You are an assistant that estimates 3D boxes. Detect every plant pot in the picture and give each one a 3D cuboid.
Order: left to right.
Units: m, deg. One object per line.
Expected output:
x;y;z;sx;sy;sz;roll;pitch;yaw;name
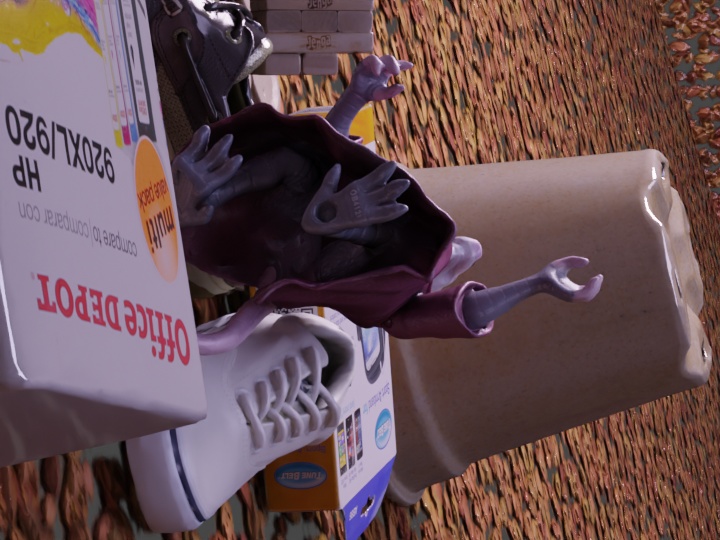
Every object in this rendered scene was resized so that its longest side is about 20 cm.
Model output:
0.092;0.016;1.490;0.200;0.183;0.201;-12;90;-78;plant pot

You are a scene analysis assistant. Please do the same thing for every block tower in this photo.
-0.026;-0.192;1.265;0.058;0.054;0.200;-163;-107;-74;block tower

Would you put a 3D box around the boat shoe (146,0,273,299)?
-0.068;-0.089;1.157;0.072;0.066;0.201;-59;136;-73;boat shoe

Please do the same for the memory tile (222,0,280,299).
-0.063;-0.079;1.286;0.153;0.017;0.200;24;56;-74;memory tile

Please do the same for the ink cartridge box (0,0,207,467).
-0.136;-0.049;0.653;0.147;0.145;0.200;26;54;-75;ink cartridge box

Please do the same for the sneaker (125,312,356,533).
-0.047;0.052;1.111;0.200;0.071;0.073;-58;135;-72;sneaker

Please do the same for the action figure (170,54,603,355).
0.000;0.000;1.109;0.134;0.149;0.200;47;3;18;action figure

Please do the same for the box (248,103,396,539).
-0.018;0.026;1.275;0.119;0.041;0.200;-33;121;-73;box
